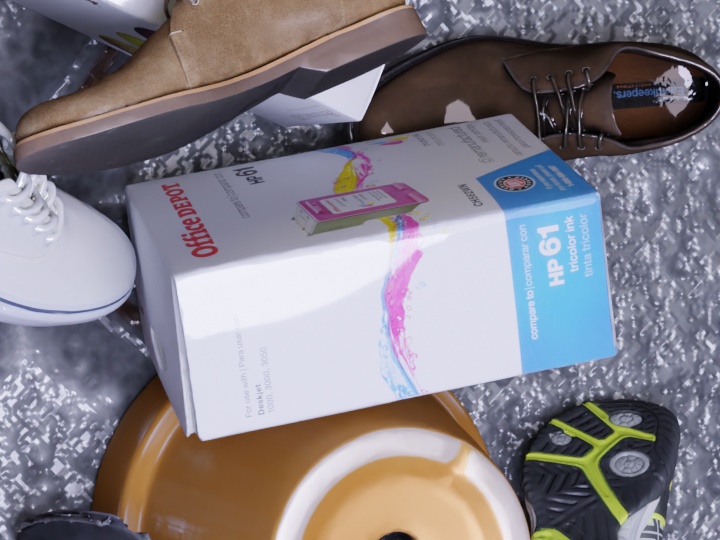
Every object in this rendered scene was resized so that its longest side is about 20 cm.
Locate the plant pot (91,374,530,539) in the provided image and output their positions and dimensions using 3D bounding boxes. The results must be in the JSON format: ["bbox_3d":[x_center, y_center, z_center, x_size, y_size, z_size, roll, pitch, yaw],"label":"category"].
[{"bbox_3d":[-0.009,0.129,1.330,0.200,0.183,0.201,-1,92,-19],"label":"plant pot"}]

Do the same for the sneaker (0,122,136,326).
[{"bbox_3d":[-0.168,-0.029,1.256,0.200,0.071,0.073,23,56,-41],"label":"sneaker"}]

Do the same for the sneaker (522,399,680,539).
[{"bbox_3d":[0.113,0.142,1.405,0.075,0.200,0.077,6,131,18],"label":"sneaker"}]

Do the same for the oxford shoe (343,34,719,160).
[{"bbox_3d":[0.090,-0.085,1.412,0.200,0.084,0.073,-12,97,-17],"label":"oxford shoe"}]

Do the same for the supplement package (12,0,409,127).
[{"bbox_3d":[-0.083,-0.157,1.334,0.200,0.114,0.110,24,83,-18],"label":"supplement package"}]

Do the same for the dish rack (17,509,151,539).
[{"bbox_3d":[-0.107,0.207,1.320,0.055,0.153,0.200,-30,101,-32],"label":"dish rack"}]

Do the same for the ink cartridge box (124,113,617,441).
[{"bbox_3d":[0.000,0.000,1.307,0.200,0.145,0.085,-12,110,-10],"label":"ink cartridge box"}]

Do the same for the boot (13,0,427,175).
[{"bbox_3d":[-0.073,-0.100,1.253,0.200,0.074,0.076,-24,87,-23],"label":"boot"}]
